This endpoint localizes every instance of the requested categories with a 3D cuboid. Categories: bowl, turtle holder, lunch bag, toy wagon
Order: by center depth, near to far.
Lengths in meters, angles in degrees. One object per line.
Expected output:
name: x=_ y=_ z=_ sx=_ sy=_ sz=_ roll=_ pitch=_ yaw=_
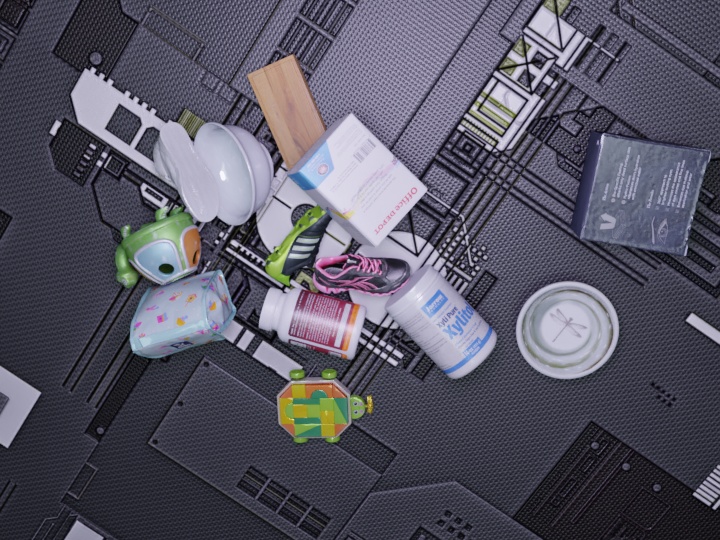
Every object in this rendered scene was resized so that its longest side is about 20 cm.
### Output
bowl: x=-0.231 y=-0.195 z=1.632 sx=0.201 sy=0.090 sz=0.202 roll=28 pitch=129 yaw=41
turtle holder: x=-0.402 y=-0.037 z=1.669 sx=0.185 sy=0.141 sz=0.132 roll=-26 pitch=92 yaw=-13
lunch bag: x=-0.351 y=0.094 z=1.670 sx=0.170 sy=0.200 sz=0.122 roll=-15 pitch=110 yaw=7
toy wagon: x=-0.073 y=0.284 z=1.775 sx=0.199 sy=0.040 sz=0.156 roll=-1 pitch=103 yaw=6

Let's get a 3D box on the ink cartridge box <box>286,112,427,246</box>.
ink cartridge box: x=-0.009 y=-0.165 z=1.581 sx=0.200 sy=0.146 sz=0.147 roll=44 pitch=83 yaw=-13

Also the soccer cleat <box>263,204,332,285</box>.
soccer cleat: x=-0.107 y=-0.057 z=1.693 sx=0.081 sy=0.068 sz=0.200 roll=39 pitch=101 yaw=-27

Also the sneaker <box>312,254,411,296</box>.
sneaker: x=0.000 y=0.000 z=1.666 sx=0.199 sy=0.095 sz=0.079 roll=-4 pitch=63 yaw=5

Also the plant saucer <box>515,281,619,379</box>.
plant saucer: x=0.408 y=0.114 z=1.687 sx=0.199 sy=0.050 sz=0.201 roll=1 pitch=102 yaw=5

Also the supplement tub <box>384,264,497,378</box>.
supplement tub: x=0.159 y=0.102 z=1.665 sx=0.132 sy=0.132 sz=0.200 roll=-43 pitch=97 yaw=13

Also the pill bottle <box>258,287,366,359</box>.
pill bottle: x=-0.095 y=0.100 z=1.697 sx=0.199 sy=0.113 sz=0.113 roll=15 pitch=104 yaw=1

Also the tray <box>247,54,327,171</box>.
tray: x=-0.133 y=-0.305 z=1.646 sx=0.098 sy=0.037 sz=0.200 roll=-22 pitch=101 yaw=10

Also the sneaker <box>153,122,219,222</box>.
sneaker: x=-0.341 y=-0.180 z=1.657 sx=0.074 sy=0.116 sz=0.200 roll=-23 pitch=90 yaw=-26

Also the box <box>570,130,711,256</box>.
box: x=0.516 y=-0.147 z=1.582 sx=0.199 sy=0.117 sz=0.197 roll=10 pitch=104 yaw=2
